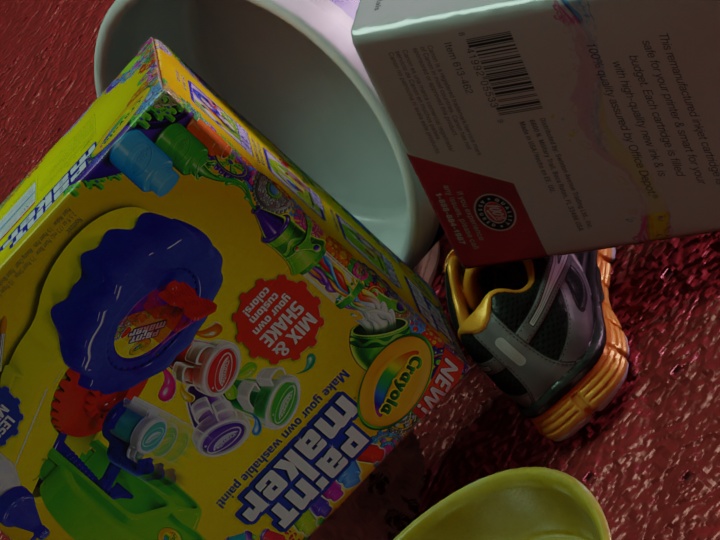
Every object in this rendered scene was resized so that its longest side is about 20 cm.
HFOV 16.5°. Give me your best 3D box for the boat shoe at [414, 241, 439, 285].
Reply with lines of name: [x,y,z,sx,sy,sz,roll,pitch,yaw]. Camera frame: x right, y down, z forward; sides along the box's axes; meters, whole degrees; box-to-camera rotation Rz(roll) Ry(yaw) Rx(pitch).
boat shoe: [0.000,0.000,1.356,0.071,0.064,0.200,-44,26,18]

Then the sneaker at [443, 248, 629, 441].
sneaker: [0.077,0.000,1.206,0.078,0.077,0.200,-48,22,15]

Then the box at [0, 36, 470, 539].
box: [-0.090,0.037,1.154,0.200,0.192,0.122,-47,16,7]

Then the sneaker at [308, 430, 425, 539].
sneaker: [-0.043,0.161,1.216,0.099,0.070,0.201,-22,31,52]

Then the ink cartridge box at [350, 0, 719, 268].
ink cartridge box: [0.118,-0.090,1.089,0.199,0.146,0.083,-8,41,23]

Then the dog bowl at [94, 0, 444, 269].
dog bowl: [-0.034,-0.082,1.255,0.200,0.201,0.079,-21,20,50]

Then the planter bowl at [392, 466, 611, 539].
planter bowl: [0.054,0.185,0.984,0.200,0.083,0.201,-41,26,25]
